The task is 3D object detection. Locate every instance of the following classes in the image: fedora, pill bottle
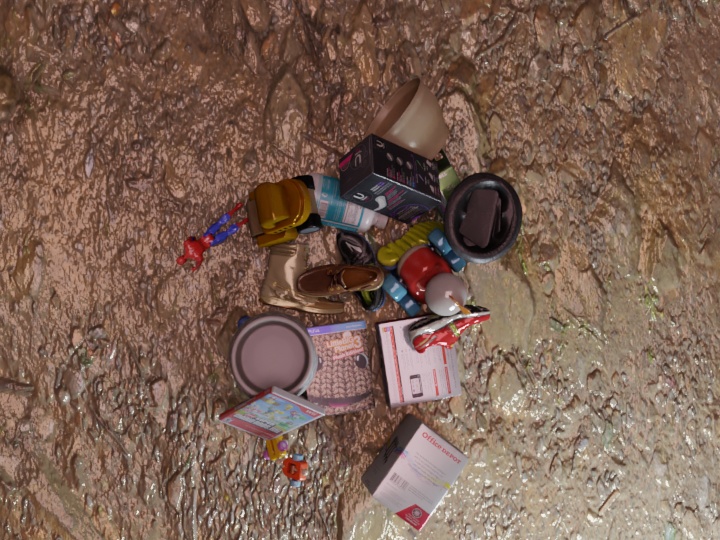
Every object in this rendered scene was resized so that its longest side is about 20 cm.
[{"bbox_3d":[0.263,-0.115,1.694,0.198,0.092,0.203,0,90,-11],"label":"fedora"},{"bbox_3d":[-0.035,-0.151,1.738,0.198,0.111,0.112,13,87,-10],"label":"pill bottle"}]

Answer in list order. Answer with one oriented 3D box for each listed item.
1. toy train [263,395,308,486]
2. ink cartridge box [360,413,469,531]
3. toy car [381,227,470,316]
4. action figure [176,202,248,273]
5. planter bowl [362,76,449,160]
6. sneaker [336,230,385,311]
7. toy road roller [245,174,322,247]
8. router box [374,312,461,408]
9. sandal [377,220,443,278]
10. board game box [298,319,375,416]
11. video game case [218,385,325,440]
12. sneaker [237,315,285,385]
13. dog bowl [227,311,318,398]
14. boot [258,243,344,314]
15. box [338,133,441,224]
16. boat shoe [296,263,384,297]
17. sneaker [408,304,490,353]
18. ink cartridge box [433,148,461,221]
[{"bbox_3d":[-0.153,0.377,1.712,0.055,0.149,0.202,8,83,-46],"label":"toy train"},{"bbox_3d":[0.123,0.458,1.744,0.145,0.145,0.201,38,84,-7],"label":"ink cartridge box"},{"bbox_3d":[0.184,0.047,1.708,0.184,0.177,0.200,-43,52,1],"label":"toy car"},{"bbox_3d":[-0.342,-0.067,1.713,0.200,0.099,0.065,-41,95,-30],"label":"action figure"},{"bbox_3d":[0.117,-0.319,1.732,0.134,0.200,0.201,37,84,-19],"label":"planter bowl"},{"bbox_3d":[0.000,0.000,1.752,0.070,0.083,0.201,-20,94,23],"label":"sneaker"},{"bbox_3d":[-0.189,-0.132,1.631,0.199,0.145,0.124,-17,80,35],"label":"toy road roller"},{"bbox_3d":[0.137,0.210,1.797,0.178,0.049,0.202,-8,91,-10],"label":"router box"},{"bbox_3d":[0.129,-0.047,1.794,0.199,0.079,0.088,-29,132,-16],"label":"sandal"},{"bbox_3d":[-0.062,0.222,1.724,0.158,0.097,0.202,-7,87,-15],"label":"board game box"},{"bbox_3d":[-0.192,0.309,1.623,0.142,0.199,0.018,30,46,-31],"label":"video game case"},{"bbox_3d":[-0.213,0.181,1.700,0.078,0.089,0.200,-36,73,-8],"label":"sneaker"},{"bbox_3d":[-0.188,0.187,1.623,0.198,0.059,0.202,1,83,-6],"label":"dog bowl"},{"bbox_3d":[-0.123,0.017,1.743,0.198,0.073,0.157,10,87,-5],"label":"boot"},{"bbox_3d":[0.065,-0.198,1.663,0.199,0.122,0.107,18,57,-35],"label":"box"},{"bbox_3d":[-0.047,0.017,1.676,0.198,0.068,0.073,-5,84,3],"label":"boat shoe"},{"bbox_3d":[0.209,0.137,1.758,0.198,0.077,0.086,-18,103,-4],"label":"sneaker"},{"bbox_3d":[0.200,-0.187,1.783,0.059,0.104,0.201,-31,95,-10],"label":"ink cartridge box"}]
